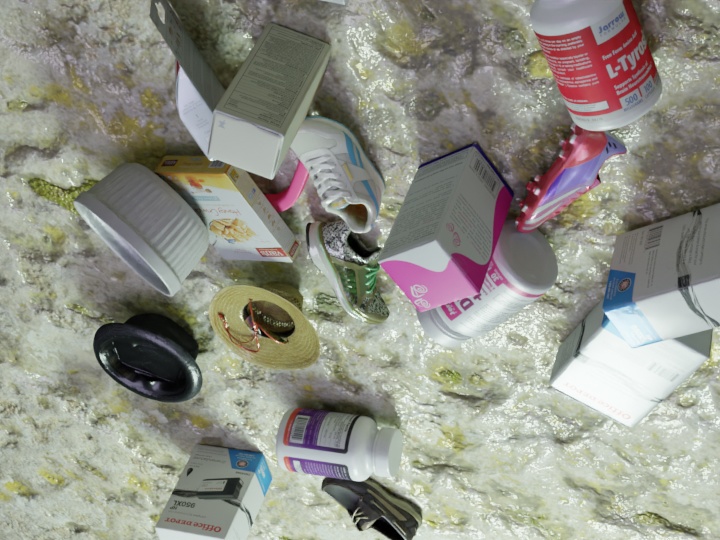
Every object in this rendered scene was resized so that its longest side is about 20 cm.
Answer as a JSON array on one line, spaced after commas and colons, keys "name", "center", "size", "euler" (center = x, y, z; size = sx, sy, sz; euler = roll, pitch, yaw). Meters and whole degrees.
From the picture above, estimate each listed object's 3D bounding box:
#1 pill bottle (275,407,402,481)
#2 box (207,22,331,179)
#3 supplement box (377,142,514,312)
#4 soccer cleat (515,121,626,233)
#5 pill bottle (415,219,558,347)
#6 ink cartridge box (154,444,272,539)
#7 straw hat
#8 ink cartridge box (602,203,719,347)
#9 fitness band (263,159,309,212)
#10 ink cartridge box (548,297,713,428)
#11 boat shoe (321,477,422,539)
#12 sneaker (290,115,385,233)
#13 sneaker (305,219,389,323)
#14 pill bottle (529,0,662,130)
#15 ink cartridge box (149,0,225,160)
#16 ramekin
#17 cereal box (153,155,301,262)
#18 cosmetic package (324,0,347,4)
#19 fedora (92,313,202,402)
[{"name": "pill bottle", "center": [-0.034, 0.300, 2.017], "size": [0.200, 0.111, 0.112], "euler": [5, 134, 19]}, {"name": "box", "center": [-0.113, -0.216, 1.486], "size": [0.095, 0.200, 0.078], "euler": [22, 137, 2]}, {"name": "supplement box", "center": [0.115, -0.057, 1.542], "size": [0.103, 0.200, 0.101], "euler": [-20, 121, 36]}, {"name": "soccer cleat", "center": [0.266, -0.109, 1.528], "size": [0.076, 0.067, 0.200], "euler": [23, 134, -6]}, {"name": "pill bottle", "center": [0.173, 0.024, 1.658], "size": [0.113, 0.113, 0.200], "euler": [36, 135, -12]}, {"name": "ink cartridge box", "center": [-0.269, 0.430, 2.180], "size": [0.144, 0.200, 0.084], "euler": [5, 134, 19]}, {"name": "straw hat", "center": [-0.136, 0.064, 1.852], "size": [0.201, 0.085, 0.201], "euler": [17, 139, 16]}, {"name": "ink cartridge box", "center": [0.422, 0.001, 1.494], "size": [0.200, 0.145, 0.084], "euler": [-19, 124, 37]}, {"name": "fitness band", "center": [-0.139, -0.161, 1.671], "size": [0.144, 0.037, 0.200], "euler": [25, 138, -1]}, {"name": "ink cartridge box", "center": [0.383, 0.116, 1.678], "size": [0.145, 0.084, 0.200], "euler": [28, 136, -4]}, {"name": "boat shoe", "center": [0.018, 0.436, 2.153], "size": [0.200, 0.073, 0.075], "euler": [25, 137, -1]}, {"name": "sneaker", "center": [-0.032, -0.131, 1.594], "size": [0.076, 0.081, 0.200], "euler": [-16, 138, 32]}, {"name": "sneaker", "center": [0.000, 0.000, 1.746], "size": [0.089, 0.077, 0.200], "euler": [-20, 124, 27]}, {"name": "pill bottle", "center": [0.260, -0.268, 1.339], "size": [0.112, 0.112, 0.200], "euler": [-10, 127, 31]}, {"name": "ink cartridge box", "center": [-0.232, -0.259, 1.528], "size": [0.057, 0.163, 0.200], "euler": [-32, 120, 10]}, {"name": "ramekin", "center": [-0.314, -0.066, 1.739], "size": [0.200, 0.105, 0.200], "euler": [40, 166, 12]}, {"name": "cereal box", "center": [-0.192, -0.088, 1.724], "size": [0.144, 0.040, 0.200], "euler": [3, 143, 37]}, {"name": "cosmetic package", "center": [-0.092, -0.429, 1.330], "size": [0.200, 0.123, 0.200], "euler": [12, 135, 11]}, {"name": "fedora", "center": [-0.349, 0.134, 2.007], "size": [0.200, 0.092, 0.201], "euler": [12, 135, 12]}]
